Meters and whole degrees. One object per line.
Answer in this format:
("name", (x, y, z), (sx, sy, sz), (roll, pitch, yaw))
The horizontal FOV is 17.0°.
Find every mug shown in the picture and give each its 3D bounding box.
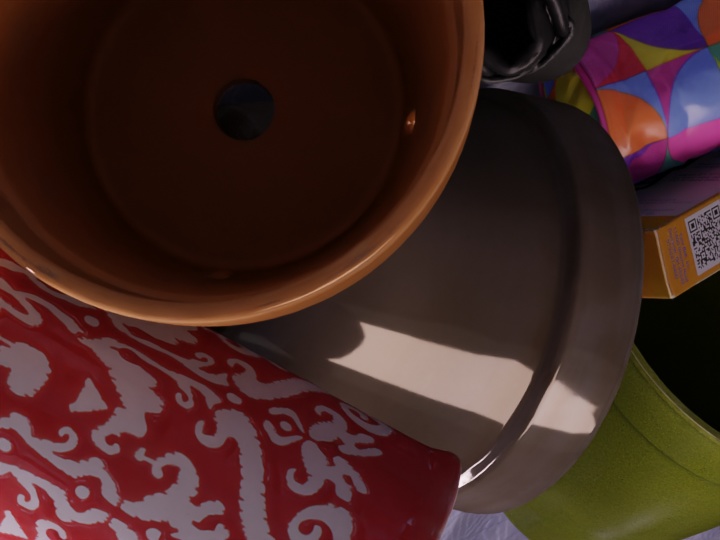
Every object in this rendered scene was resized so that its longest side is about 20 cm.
("mug", (-0.084, 0.081, 0.941), (0.134, 0.199, 0.177), (-60, -173, -12))

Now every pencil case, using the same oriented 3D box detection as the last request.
("pencil case", (0.188, -0.099, 1.188), (0.199, 0.089, 0.089), (-18, 153, -16))

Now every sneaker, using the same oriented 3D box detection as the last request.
("sneaker", (0.055, -0.111, 1.006), (0.076, 0.091, 0.200), (-36, 155, 11))

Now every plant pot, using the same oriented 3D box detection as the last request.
("plant pot", (0.166, 0.069, 1.357), (0.200, 0.201, 0.193), (-7, 153, -37))
("plant pot", (0.000, 0.000, 1.095), (0.173, 0.201, 0.200), (13, 135, -31))
("plant pot", (-0.052, -0.072, 0.896), (0.199, 0.201, 0.140), (-28, 171, 0))

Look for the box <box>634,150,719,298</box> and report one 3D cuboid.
("box", (0.169, -0.038, 1.219), (0.200, 0.042, 0.119), (-25, -163, -39))
